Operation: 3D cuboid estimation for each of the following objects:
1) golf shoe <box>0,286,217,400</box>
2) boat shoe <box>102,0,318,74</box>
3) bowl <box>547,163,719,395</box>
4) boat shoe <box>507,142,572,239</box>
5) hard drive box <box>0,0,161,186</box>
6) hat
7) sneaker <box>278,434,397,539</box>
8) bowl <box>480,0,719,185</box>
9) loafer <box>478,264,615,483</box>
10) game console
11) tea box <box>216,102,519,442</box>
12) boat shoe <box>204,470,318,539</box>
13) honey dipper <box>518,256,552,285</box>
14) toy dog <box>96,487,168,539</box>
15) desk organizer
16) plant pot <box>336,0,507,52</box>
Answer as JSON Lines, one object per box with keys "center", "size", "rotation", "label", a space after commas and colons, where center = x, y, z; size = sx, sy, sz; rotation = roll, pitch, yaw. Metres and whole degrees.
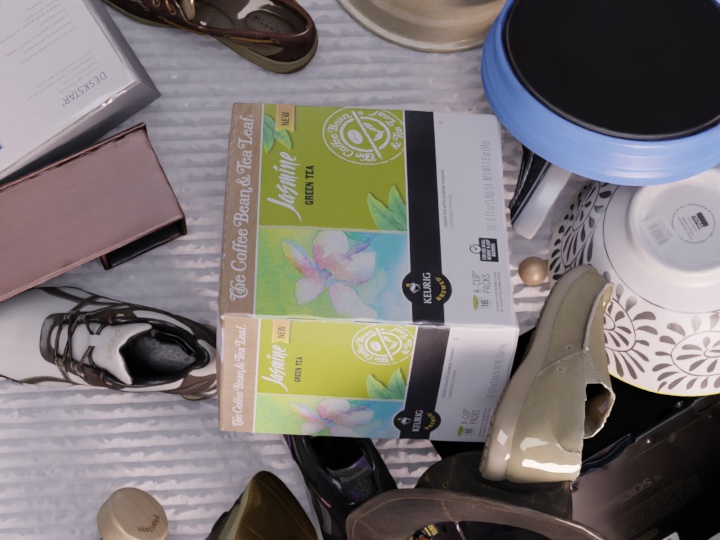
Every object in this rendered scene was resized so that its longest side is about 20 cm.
{"center": [-0.193, 0.049, 1.175], "size": [0.200, 0.094, 0.078], "rotation": [5, 83, -2], "label": "golf shoe"}
{"center": [-0.124, -0.213, 1.224], "size": [0.200, 0.072, 0.072], "rotation": [27, 81, 1], "label": "boat shoe"}
{"center": [0.236, -0.019, 1.172], "size": [0.200, 0.094, 0.201], "rotation": [-2, 66, 5], "label": "bowl"}
{"center": [0.143, -0.122, 1.231], "size": [0.068, 0.072, 0.200], "rotation": [23, 78, 0], "label": "boat shoe"}
{"center": [-0.269, -0.173, 1.194], "size": [0.156, 0.077, 0.200], "rotation": [-33, 85, 3], "label": "hard drive box"}
{"center": [0.093, 0.172, 1.099], "size": [0.200, 0.201, 0.081], "rotation": [20, 53, -1], "label": "hat"}
{"center": [-0.005, 0.167, 1.174], "size": [0.076, 0.088, 0.200], "rotation": [-30, 86, -7], "label": "sneaker"}
{"center": [0.189, -0.149, 1.170], "size": [0.200, 0.039, 0.201], "rotation": [3, 52, -4], "label": "bowl"}
{"center": [0.138, 0.075, 1.084], "size": [0.068, 0.076, 0.200], "rotation": [22, 46, 10], "label": "loafer"}
{"center": [0.172, 0.139, 1.226], "size": [0.200, 0.116, 0.176], "rotation": [-30, 115, -7], "label": "game console"}
{"center": [0.000, 0.000, 1.134], "size": [0.196, 0.134, 0.200], "rotation": [1, 49, -4], "label": "tea box"}
{"center": [-0.077, 0.191, 1.116], "size": [0.065, 0.200, 0.073], "rotation": [-38, 88, 7], "label": "boat shoe"}
{"center": [0.218, -0.022, 1.245], "size": [0.200, 0.038, 0.038], "rotation": [-14, 84, -1], "label": "honey dipper"}
{"center": [-0.140, 0.254, 1.134], "size": [0.096, 0.132, 0.200], "rotation": [9, 63, -36], "label": "toy dog"}
{"center": [-0.232, -0.027, 1.188], "size": [0.200, 0.072, 0.077], "rotation": [-25, 83, -9], "label": "desk organizer"}
{"center": [0.068, -0.280, 1.191], "size": [0.200, 0.183, 0.201], "rotation": [1, 83, -4], "label": "plant pot"}
